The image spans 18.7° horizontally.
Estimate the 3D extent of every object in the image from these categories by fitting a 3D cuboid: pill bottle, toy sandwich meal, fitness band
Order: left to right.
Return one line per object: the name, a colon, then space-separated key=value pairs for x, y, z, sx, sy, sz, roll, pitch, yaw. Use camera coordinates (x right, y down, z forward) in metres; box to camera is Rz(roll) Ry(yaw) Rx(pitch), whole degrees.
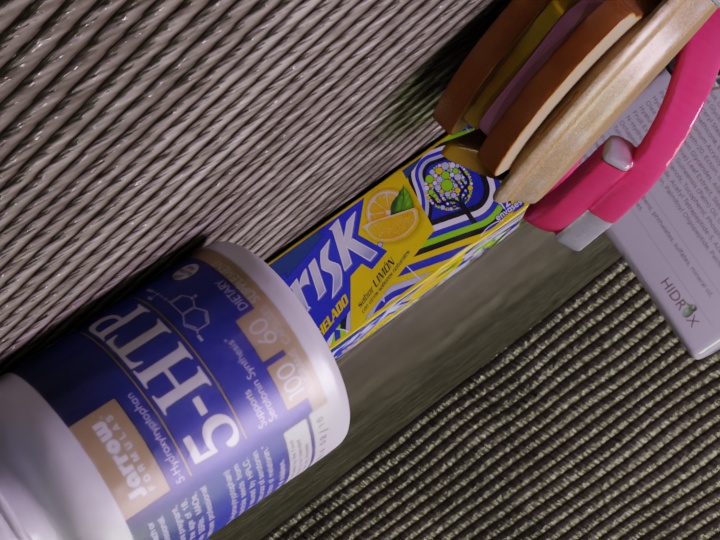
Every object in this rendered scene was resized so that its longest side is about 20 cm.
pill bottle: x=-0.115 y=0.085 z=1.046 sx=0.199 sy=0.120 sz=0.120 roll=-34 pitch=173 yaw=-22
toy sandwich meal: x=0.113 y=-0.113 z=1.106 sx=0.205 sy=0.070 sz=0.205 roll=-47 pitch=177 yaw=-4
fitness band: x=0.152 y=-0.094 z=1.270 sx=0.200 sy=0.037 sz=0.144 roll=-45 pitch=-158 yaw=61

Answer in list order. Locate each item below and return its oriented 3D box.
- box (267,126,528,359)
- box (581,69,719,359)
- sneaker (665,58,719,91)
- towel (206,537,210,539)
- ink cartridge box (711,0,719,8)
box: x=0.000 y=0.000 z=1.283 sx=0.199 sy=0.064 sz=0.070 roll=-36 pitch=173 yaw=-7
box: x=0.288 y=-0.064 z=1.716 sx=0.171 sy=0.201 sz=0.199 roll=-36 pitch=173 yaw=17
sneaker: x=0.280 y=-0.183 z=1.412 sx=0.200 sy=0.071 sz=0.098 roll=-35 pitch=173 yaw=5
towel: x=-0.167 y=0.204 z=1.209 sx=0.111 sy=0.049 sz=0.200 roll=-4 pitch=-159 yaw=29
ink cartridge box: x=0.166 y=-0.178 z=0.826 sx=0.144 sy=0.084 sz=0.200 roll=-37 pitch=172 yaw=12
